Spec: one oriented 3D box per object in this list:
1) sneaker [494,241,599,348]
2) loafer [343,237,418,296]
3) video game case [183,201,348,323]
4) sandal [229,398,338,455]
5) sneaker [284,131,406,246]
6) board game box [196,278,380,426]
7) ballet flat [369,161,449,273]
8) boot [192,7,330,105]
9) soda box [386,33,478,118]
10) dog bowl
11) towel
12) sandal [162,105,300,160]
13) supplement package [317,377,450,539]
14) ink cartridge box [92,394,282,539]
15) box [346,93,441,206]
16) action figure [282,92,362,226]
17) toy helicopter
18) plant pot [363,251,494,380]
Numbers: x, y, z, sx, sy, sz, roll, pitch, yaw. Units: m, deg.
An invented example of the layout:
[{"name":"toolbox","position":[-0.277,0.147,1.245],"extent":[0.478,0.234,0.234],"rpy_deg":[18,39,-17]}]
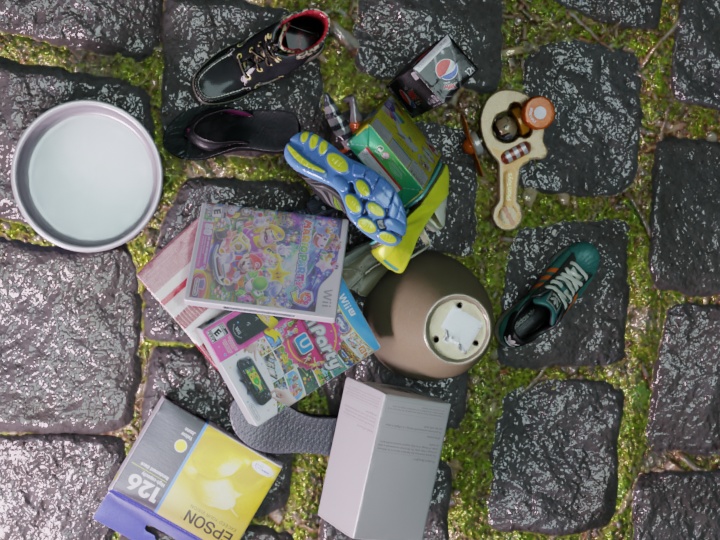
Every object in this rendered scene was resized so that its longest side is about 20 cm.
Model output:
[{"name":"sneaker","position":[0.281,0.039,1.639],"extent":[0.071,0.080,0.200],"rpy_deg":[44,85,-8]},{"name":"loafer","position":[0.000,0.000,1.599],"extent":[0.198,0.075,0.070],"rpy_deg":[-26,96,-1]},{"name":"video game case","position":[-0.121,-0.012,1.478],"extent":[0.197,0.018,0.145],"rpy_deg":[7,66,1]},{"name":"sandal","position":[-0.098,0.226,1.610],"extent":[0.198,0.043,0.077],"rpy_deg":[18,89,-20]},{"name":"sneaker","position":[-0.013,-0.108,1.479],"extent":[0.199,0.083,0.071],"rpy_deg":[40,89,16]},{"name":"board game box","position":[-0.096,0.090,1.505],"extent":[0.199,0.064,0.149],"rpy_deg":[-31,96,-16]},{"name":"ballet flat","position":[0.080,-0.069,1.554],"extent":[0.067,0.067,0.200],"rpy_deg":[47,49,-11]},{"name":"boot","position":[-0.133,-0.291,1.522],"extent":[0.202,0.154,0.074],"rpy_deg":[-26,96,-7]},{"name":"soda box","position":[0.095,-0.262,1.537],"extent":[0.071,0.200,0.063],"rpy_deg":[-45,98,-5]},{"name":"dog bowl","position":[-0.366,-0.126,1.531],"extent":[0.197,0.079,0.203],"rpy_deg":[0,92,-9]},{"name":"towel","position":[-0.186,0.033,1.526],"extent":[0.144,0.023,0.200],"rpy_deg":[-42,98,-12]},{"name":"sandal","position":[-0.181,-0.195,1.545],"extent":[0.198,0.048,0.076],"rpy_deg":[-3,78,13]},{"name":"supplement package","position":[0.032,0.265,1.578],"extent":[0.116,0.117,0.203],"rpy_deg":[12,90,-30]},{"name":"ink cartridge box","position":[-0.243,0.310,1.588],"extent":[0.196,0.047,0.202],"rpy_deg":[31,85,-10]},{"name":"box","position":[0.051,-0.170,1.550],"extent":[0.048,0.200,0.118],"rpy_deg":[-36,100,24]},{"name":"action figure","position":[-0.030,-0.134,1.555],"extent":[0.199,0.105,0.195],"rpy_deg":[-26,79,-31]},{"name":"toy helicopter","position":[0.204,-0.158,1.623],"extent":[0.130,0.079,0.203],"rpy_deg":[0,96,-8]},{"name":"plant pot","position":[0.111,0.070,1.554],"extent":[0.185,0.200,0.190],"rpy_deg":[0,92,-9]}]
